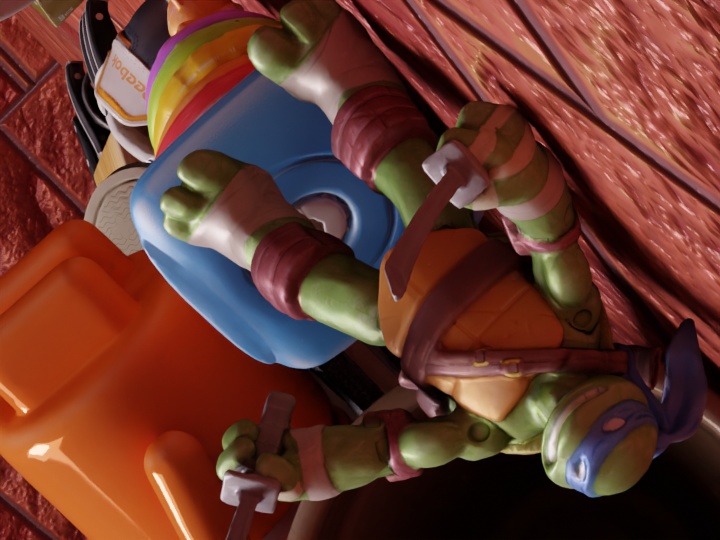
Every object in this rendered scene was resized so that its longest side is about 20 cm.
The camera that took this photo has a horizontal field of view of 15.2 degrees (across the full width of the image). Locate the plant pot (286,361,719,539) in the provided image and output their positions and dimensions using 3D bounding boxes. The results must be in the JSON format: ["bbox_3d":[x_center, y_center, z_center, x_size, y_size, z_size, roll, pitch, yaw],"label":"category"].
[{"bbox_3d":[0.081,0.127,0.999,0.200,0.200,0.175,44,-174,10],"label":"plant pot"}]

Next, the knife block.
[{"bbox_3d":[-0.096,-0.046,1.408,0.200,0.064,0.177,-134,33,-56],"label":"knife block"}]

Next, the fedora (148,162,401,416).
[{"bbox_3d":[0.000,0.000,1.174,0.201,0.092,0.201,44,177,3],"label":"fedora"}]

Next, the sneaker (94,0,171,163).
[{"bbox_3d":[-0.080,-0.081,1.316,0.078,0.079,0.200,43,178,20],"label":"sneaker"}]

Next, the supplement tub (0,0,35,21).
[{"bbox_3d":[-0.175,-0.169,0.933,0.132,0.132,0.200,47,175,-33],"label":"supplement tub"}]

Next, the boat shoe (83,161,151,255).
[{"bbox_3d":[-0.087,0.037,1.294,0.068,0.071,0.201,-89,-16,-65],"label":"boat shoe"}]

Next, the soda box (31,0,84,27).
[{"bbox_3d":[-0.192,-0.207,1.238,0.200,0.064,0.068,45,177,4],"label":"soda box"}]

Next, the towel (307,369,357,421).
[{"bbox_3d":[0.002,0.091,1.336,0.200,0.034,0.133,52,-160,-37],"label":"towel"}]

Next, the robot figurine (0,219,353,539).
[{"bbox_3d":[-0.074,0.072,1.121,0.200,0.117,0.144,45,153,-23],"label":"robot figurine"}]

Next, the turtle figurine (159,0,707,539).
[{"bbox_3d":[-0.004,0.000,0.848,0.194,0.199,0.145,47,145,41],"label":"turtle figurine"}]

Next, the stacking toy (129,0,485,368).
[{"bbox_3d":[-0.045,-0.064,1.057,0.116,0.110,0.200,44,-171,-34],"label":"stacking toy"}]
